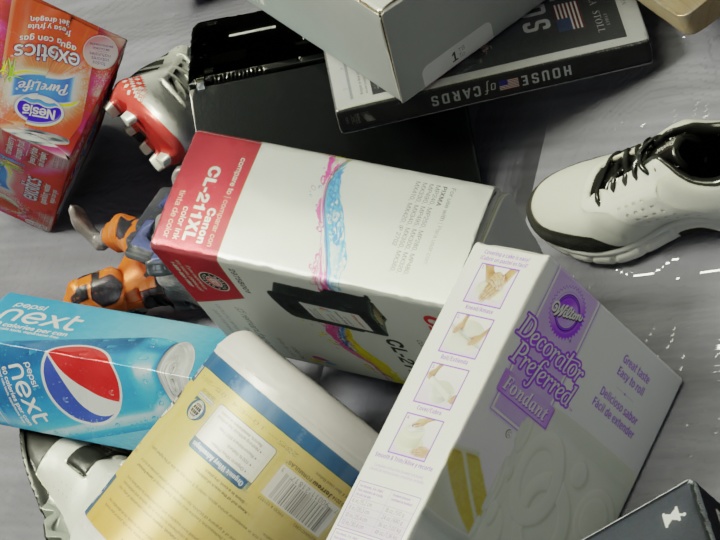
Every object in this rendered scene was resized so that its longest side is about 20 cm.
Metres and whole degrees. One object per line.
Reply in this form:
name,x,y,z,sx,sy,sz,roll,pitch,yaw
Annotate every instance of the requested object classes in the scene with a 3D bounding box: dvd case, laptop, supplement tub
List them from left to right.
supplement tub,-0.078,0.152,1.477,0.200,0.145,0.145,-51,40,-3
laptop,-0.018,-0.105,1.667,0.177,0.103,0.200,-11,23,2
dvd case,0.074,-0.163,1.606,0.200,0.025,0.150,-13,44,2

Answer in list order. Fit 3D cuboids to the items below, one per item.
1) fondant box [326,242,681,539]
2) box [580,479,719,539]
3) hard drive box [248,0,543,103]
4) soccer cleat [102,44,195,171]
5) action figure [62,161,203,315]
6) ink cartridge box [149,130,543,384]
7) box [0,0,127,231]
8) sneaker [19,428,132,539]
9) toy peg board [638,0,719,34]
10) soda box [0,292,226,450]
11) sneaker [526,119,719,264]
fondant box,0.079,0.107,1.370,0.058,0.144,0.200,10,67,46
box,0.174,0.237,1.146,0.123,0.198,0.200,-32,43,20
hard drive box,0.013,-0.215,1.601,0.156,0.077,0.200,-36,48,-20
soccer cleat,-0.128,-0.121,1.747,0.085,0.069,0.200,-40,9,0
action figure,-0.119,-0.017,1.710,0.193,0.105,0.200,-7,28,31
ink cartridge box,0.000,0.000,1.481,0.200,0.146,0.083,12,68,26
box,-0.234,-0.111,1.779,0.200,0.095,0.100,130,164,-73
sneaker,-0.162,0.146,1.624,0.088,0.074,0.200,-28,45,3
toy peg board,0.209,-0.275,1.552,0.199,0.098,0.200,-38,40,-6
soda box,-0.157,0.069,1.613,0.200,0.064,0.068,8,28,26
sneaker,0.175,-0.056,1.462,0.200,0.080,0.074,-9,56,39
